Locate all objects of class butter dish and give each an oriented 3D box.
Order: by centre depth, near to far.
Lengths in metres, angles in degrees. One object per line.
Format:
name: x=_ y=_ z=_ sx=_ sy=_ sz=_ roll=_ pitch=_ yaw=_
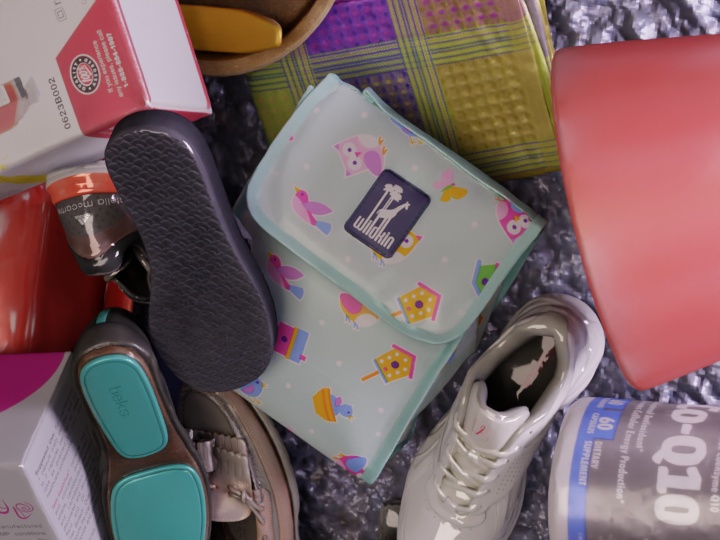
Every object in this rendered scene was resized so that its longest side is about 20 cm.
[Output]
butter dish: x=-0.258 y=0.003 z=1.431 sx=0.199 sy=0.148 sz=0.200 roll=3 pitch=83 yaw=21

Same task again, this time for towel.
towel: x=0.030 y=-0.114 z=1.366 sx=0.200 sy=0.023 sz=0.144 roll=-9 pitch=115 yaw=22

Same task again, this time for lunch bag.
lunch bag: x=0.000 y=0.000 z=1.356 sx=0.170 sy=0.122 sz=0.200 roll=36 pitch=117 yaw=7

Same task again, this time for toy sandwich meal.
toy sandwich meal: x=-0.089 y=-0.208 z=1.329 sx=0.205 sy=0.070 sz=0.205 roll=2 pitch=96 yaw=22

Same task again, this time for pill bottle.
pill bottle: x=0.220 y=0.137 z=1.309 sx=0.200 sy=0.114 sz=0.114 roll=3 pitch=101 yaw=20

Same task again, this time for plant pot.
plant pot: x=0.217 y=-0.047 z=1.246 sx=0.177 sy=0.200 sz=0.201 roll=-13 pitch=95 yaw=13

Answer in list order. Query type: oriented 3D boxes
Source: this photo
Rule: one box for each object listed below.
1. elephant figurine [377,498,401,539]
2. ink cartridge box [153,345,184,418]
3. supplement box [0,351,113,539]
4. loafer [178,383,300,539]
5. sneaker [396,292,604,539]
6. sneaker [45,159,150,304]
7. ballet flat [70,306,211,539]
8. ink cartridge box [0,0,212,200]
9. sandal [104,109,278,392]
elephant figurine: x=-0.023 y=0.258 z=1.373 sx=0.155 sy=0.200 sz=0.142 roll=36 pitch=134 yaw=54
ink cartridge box: x=-0.190 y=0.139 z=1.505 sx=0.198 sy=0.047 sz=0.200 roll=20 pitch=108 yaw=17
supplement box: x=-0.206 y=0.156 z=1.392 sx=0.101 sy=0.103 sz=0.200 roll=-2 pitch=133 yaw=19
loafer: x=-0.079 y=0.158 z=1.420 sx=0.072 sy=0.063 sz=0.200 roll=7 pitch=125 yaw=39
sneaker: x=0.073 y=0.101 z=1.347 sx=0.078 sy=0.099 sz=0.200 roll=27 pitch=95 yaw=14
sneaker: x=-0.138 y=-0.017 z=1.366 sx=0.077 sy=0.200 sz=0.082 roll=-11 pitch=82 yaw=18
ballet flat: x=-0.131 y=0.105 z=1.360 sx=0.068 sy=0.068 sz=0.200 roll=-8 pitch=125 yaw=-1
ink cartridge box: x=-0.208 y=-0.126 z=1.309 sx=0.200 sy=0.083 sz=0.145 roll=-21 pitch=85 yaw=23
sandal: x=-0.092 y=-0.012 z=1.288 sx=0.076 sy=0.043 sz=0.200 roll=-1 pitch=127 yaw=13
